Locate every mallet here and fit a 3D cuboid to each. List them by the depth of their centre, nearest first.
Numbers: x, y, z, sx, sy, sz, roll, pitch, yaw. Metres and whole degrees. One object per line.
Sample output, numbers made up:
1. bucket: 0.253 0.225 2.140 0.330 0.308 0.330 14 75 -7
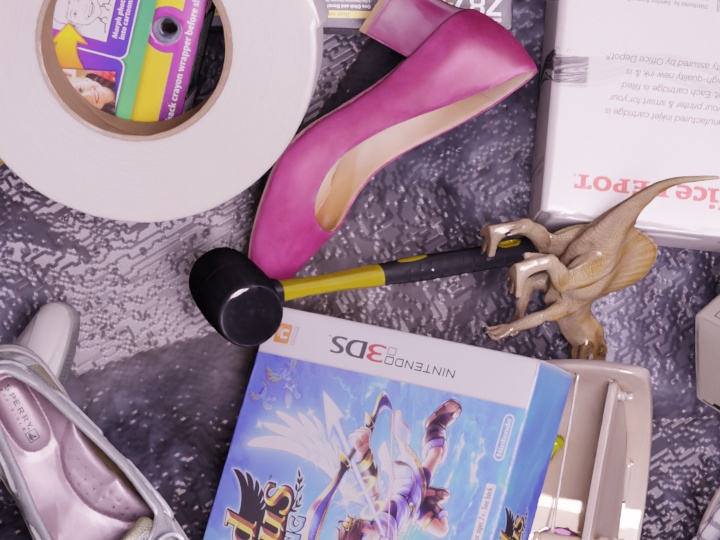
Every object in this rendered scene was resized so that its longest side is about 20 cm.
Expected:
1. mallet: 0.000 0.000 1.684 0.200 0.066 0.041 -12 114 -25

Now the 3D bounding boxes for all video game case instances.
1. video game case: 0.005 0.131 1.646 0.181 0.045 0.200 11 80 34

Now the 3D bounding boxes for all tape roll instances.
1. tape roll: -0.119 -0.126 1.620 0.202 0.037 0.203 2 106 6

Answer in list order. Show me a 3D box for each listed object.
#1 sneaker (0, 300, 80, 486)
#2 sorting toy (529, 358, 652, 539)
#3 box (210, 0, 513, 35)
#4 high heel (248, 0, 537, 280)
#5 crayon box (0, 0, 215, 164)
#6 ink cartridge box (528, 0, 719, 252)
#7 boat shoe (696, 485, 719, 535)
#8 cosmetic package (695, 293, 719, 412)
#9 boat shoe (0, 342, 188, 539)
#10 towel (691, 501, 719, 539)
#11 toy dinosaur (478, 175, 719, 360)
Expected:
1. sneaker: -0.226 0.096 1.667 0.080 0.070 0.200 32 82 2
2. sorting toy: 0.062 0.147 1.675 0.180 0.107 0.200 9 79 13
3. box: -0.010 -0.216 1.717 0.200 0.049 0.162 0 89 -1
4. high heel: 0.015 -0.059 1.681 0.096 0.067 0.200 34 97 20
5. crayon box: -0.168 -0.156 1.666 0.172 0.058 0.200 15 106 1
6. ink cartridge box: 0.177 -0.116 1.717 0.145 0.084 0.200 6 83 -4
7. boat shoe: 0.272 0.108 1.706 0.200 0.069 0.071 -43 92 -7
8. cosmetic package: 0.287 0.016 1.667 0.200 0.071 0.105 -37 52 -28
9. boat shoe: -0.146 0.129 1.614 0.074 0.065 0.202 -33 101 -7
10. towel: 0.261 0.215 1.656 0.200 0.086 0.166 34 104 -3
11. toy dinosaur: 0.122 -0.008 1.660 0.101 0.200 0.058 -5 55 -20
